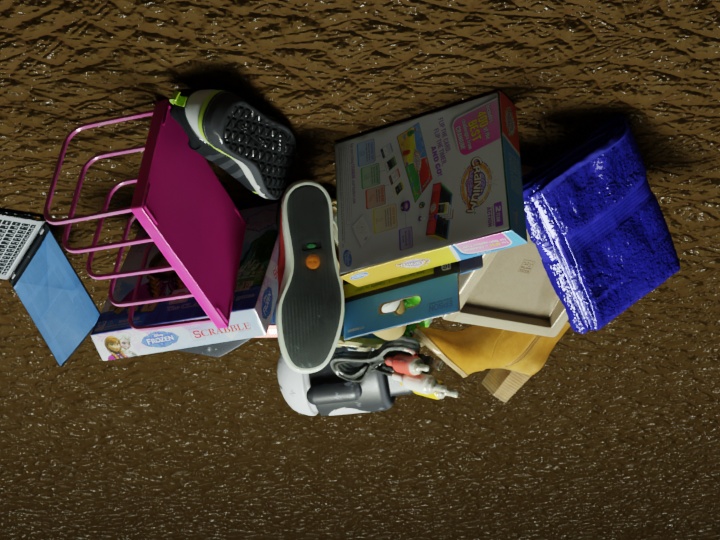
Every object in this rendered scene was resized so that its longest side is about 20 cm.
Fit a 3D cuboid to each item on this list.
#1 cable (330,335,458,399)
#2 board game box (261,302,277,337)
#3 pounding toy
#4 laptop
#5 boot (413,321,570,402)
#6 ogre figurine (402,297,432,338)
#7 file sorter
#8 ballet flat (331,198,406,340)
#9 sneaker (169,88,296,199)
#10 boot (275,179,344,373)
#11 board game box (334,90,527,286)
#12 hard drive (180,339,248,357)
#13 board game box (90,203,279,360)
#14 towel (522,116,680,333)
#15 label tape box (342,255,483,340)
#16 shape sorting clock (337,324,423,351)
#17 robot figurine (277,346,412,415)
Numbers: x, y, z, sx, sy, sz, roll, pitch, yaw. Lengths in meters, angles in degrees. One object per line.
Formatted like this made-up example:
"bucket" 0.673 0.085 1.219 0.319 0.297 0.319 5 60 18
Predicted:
"cable" 0.024 0.119 1.752 0.198 0.051 0.097 -2 144 41
"board game box" -0.095 0.013 1.643 0.101 0.201 0.020 0 122 -3
"pounding toy" 0.152 -0.025 1.621 0.182 0.143 0.201 10 130 -26
"laptop" -0.426 0.020 1.707 0.197 0.118 0.187 9 154 -25
"boot" 0.166 0.068 1.771 0.200 0.071 0.145 32 96 -40
"ogre figurine" 0.037 0.026 1.782 0.118 0.099 0.201 15 142 5
"file sorter" -0.220 -0.047 1.475 0.124 0.140 0.201 -8 141 20
"ballet flat" 0.000 0.000 1.642 0.201 0.069 0.063 51 147 -18
"sneaker" -0.130 -0.138 1.452 0.082 0.072 0.200 19 167 25
"boot" -0.060 0.005 1.549 0.071 0.203 0.144 0 -178 -8
"board game box" 0.068 -0.081 1.461 0.198 0.155 0.040 -14 156 28
"hard drive" -0.200 0.062 1.917 0.133 0.043 0.200 11 154 -28
"board game box" -0.182 0.009 1.609 0.197 0.201 0.042 -10 125 16
"towel" 0.255 -0.042 1.510 0.147 0.050 0.201 -32 121 -7
"label tape box" 0.053 -0.027 1.523 0.143 0.203 0.063 -15 154 29
"shape sorting clock" -0.010 0.081 1.886 0.197 0.040 0.200 11 -173 -1
"robot figurine" -0.018 0.141 2.011 0.197 0.127 0.150 -6 158 11
